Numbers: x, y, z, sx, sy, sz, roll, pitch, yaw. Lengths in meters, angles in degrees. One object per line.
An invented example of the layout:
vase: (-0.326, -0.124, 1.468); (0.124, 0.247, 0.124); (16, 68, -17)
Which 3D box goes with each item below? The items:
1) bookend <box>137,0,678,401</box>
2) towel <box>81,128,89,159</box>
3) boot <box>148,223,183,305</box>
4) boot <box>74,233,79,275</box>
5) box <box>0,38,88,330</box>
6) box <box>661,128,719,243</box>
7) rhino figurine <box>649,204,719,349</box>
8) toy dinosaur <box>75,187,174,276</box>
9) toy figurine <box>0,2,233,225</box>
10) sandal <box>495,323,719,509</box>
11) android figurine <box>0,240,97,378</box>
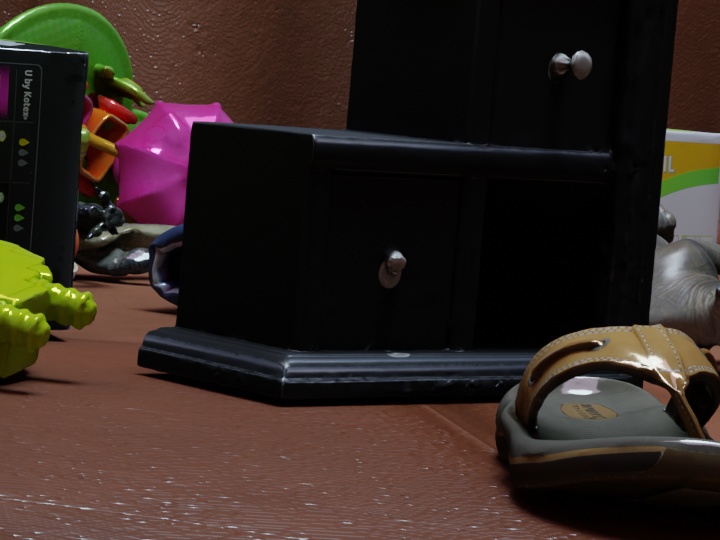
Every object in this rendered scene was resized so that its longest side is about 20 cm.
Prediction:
bookend: (0.024, -0.053, 1.149); (0.198, 0.201, 0.092); (2, 5, -42)
towel: (-0.248, -0.070, 1.491); (0.199, 0.023, 0.144); (12, -16, -14)
boot: (0.000, 0.000, 1.368); (0.199, 0.073, 0.090); (-2, 7, 32)
boot: (-0.189, -0.062, 1.390); (0.075, 0.107, 0.200); (32, -2, 43)
box: (-0.233, -0.044, 1.239); (0.199, 0.125, 0.148); (2, 5, -22)
box: (0.116, -0.040, 1.733); (0.112, 0.102, 0.200); (8, 5, 43)
rhino figurine: (0.151, 0.012, 1.353); (0.087, 0.060, 0.200); (-14, 15, -30)
toy dinosaur: (-0.135, -0.016, 1.527); (0.200, 0.048, 0.088); (6, -4, -35)
toy figurine: (-0.130, -0.060, 1.814); (0.184, 0.150, 0.200); (26, -8, 39)
sandal: (0.086, 0.042, 0.907); (0.081, 0.055, 0.200); (5, 4, -4)
android figurine: (-0.199, -0.003, 1.076); (0.199, 0.041, 0.182); (15, 13, 16)
